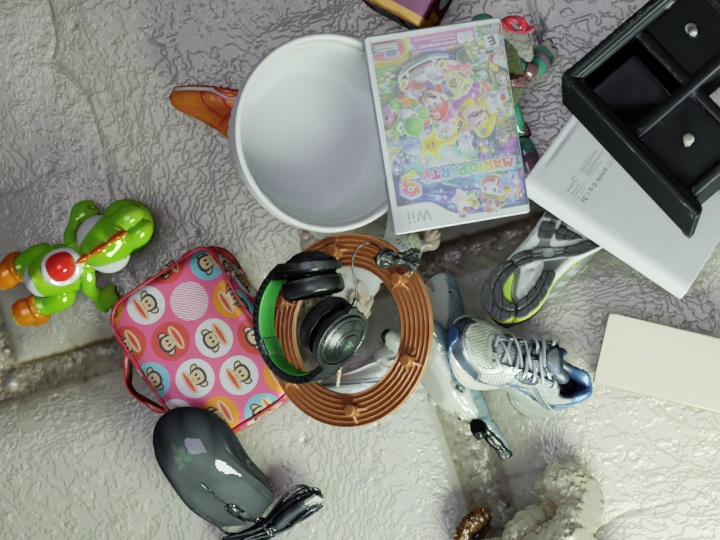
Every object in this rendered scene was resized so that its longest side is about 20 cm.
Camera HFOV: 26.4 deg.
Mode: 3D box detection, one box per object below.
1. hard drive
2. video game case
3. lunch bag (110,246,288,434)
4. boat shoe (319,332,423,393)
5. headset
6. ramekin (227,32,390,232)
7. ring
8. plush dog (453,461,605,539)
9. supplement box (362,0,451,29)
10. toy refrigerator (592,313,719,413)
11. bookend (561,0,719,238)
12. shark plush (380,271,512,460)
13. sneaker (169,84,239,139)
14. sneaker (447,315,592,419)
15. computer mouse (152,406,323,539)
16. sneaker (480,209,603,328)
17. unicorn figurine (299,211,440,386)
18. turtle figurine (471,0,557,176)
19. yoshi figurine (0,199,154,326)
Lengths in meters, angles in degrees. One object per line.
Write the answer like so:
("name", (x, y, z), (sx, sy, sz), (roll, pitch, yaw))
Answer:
("hard drive", (0.282, -0.077, 1.596), (0.200, 0.027, 0.132), (34, 64, 7))
("video game case", (0.087, -0.146, 1.550), (0.143, 0.018, 0.201), (-10, 94, -8))
("lunch bag", (-0.177, 0.091, 1.679), (0.176, 0.082, 0.200), (-33, 87, 9))
("boat shoe", (0.047, 0.097, 1.649), (0.199, 0.072, 0.066), (-13, 85, 9))
("headset", (-0.027, 0.033, 1.542), (0.200, 0.094, 0.124), (-40, 66, 39))
("ramekin", (-0.045, -0.140, 1.585), (0.200, 0.105, 0.201), (0, 92, -17))
("ring", (-0.016, 0.061, 1.571), (0.200, 0.019, 0.201), (-2, 86, 31))
("plush dog", (0.180, 0.324, 1.607), (0.172, 0.160, 0.200), (-28, 85, 35))
("supplement box", (0.080, -0.355, 1.610), (0.086, 0.110, 0.200), (29, 96, 7))
("toy refrigerator", (0.349, 0.105, 1.600), (0.199, 0.070, 0.076), (13, 86, 8))
("bookend", (0.342, -0.176, 1.552), (0.199, 0.092, 0.200), (-40, 76, -1))
("shark plush", (0.111, 0.102, 1.587), (0.083, 0.091, 0.200), (-30, 81, -33))
("sneaker", (-0.120, -0.151, 1.667), (0.200, 0.073, 0.077), (21, 91, 8))
("sneaker", (0.167, 0.091, 1.567), (0.085, 0.200, 0.077), (-13, 62, 40))
("computer mouse", (-0.145, 0.229, 1.645), (0.138, 0.053, 0.200), (-33, 113, 19))
("sneaker", (0.202, -0.015, 1.621), (0.200, 0.081, 0.074), (-41, 78, -11))
("unicorn figurine", (0.000, 0.000, 1.625), (0.200, 0.074, 0.137), (-41, 58, 3))
("turtle figurine", (0.135, -0.196, 1.616), (0.149, 0.101, 0.201), (-5, 96, 9))
("yoshi figurine", (-0.303, -0.018, 1.706), (0.200, 0.112, 0.112), (-27, 46, 23))
